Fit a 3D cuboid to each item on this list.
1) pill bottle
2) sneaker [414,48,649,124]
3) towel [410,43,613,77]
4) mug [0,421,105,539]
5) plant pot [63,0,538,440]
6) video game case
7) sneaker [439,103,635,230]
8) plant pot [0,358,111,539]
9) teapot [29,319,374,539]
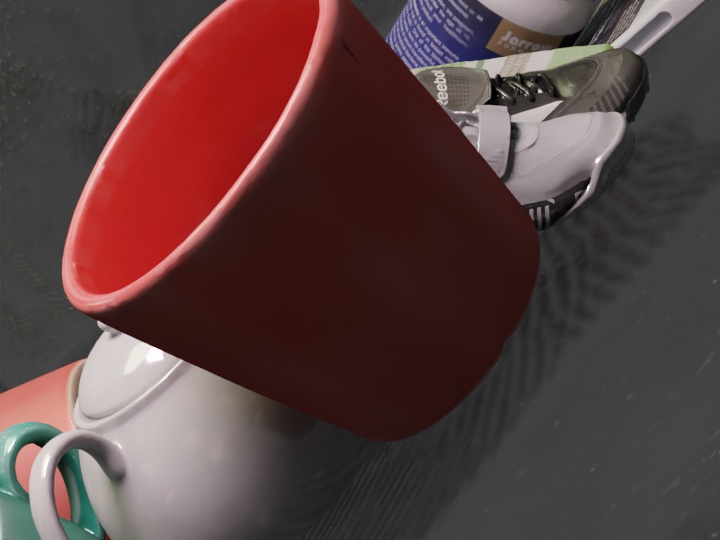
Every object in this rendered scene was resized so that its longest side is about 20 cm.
[{"bbox_3d":[0.091,-0.174,1.584,0.201,0.115,0.116,-59,-1,36],"label":"pill bottle"},{"bbox_3d":[0.071,-0.086,1.331,0.199,0.091,0.067,-27,38,9],"label":"sneaker"},{"bbox_3d":[0.055,-0.077,1.442,0.199,0.031,0.150,-4,42,34],"label":"towel"},{"bbox_3d":[-0.190,0.199,1.299,0.186,0.114,0.152,-57,31,10],"label":"mug"},{"bbox_3d":[-0.020,-0.020,1.145,0.200,0.177,0.201,-41,27,26],"label":"plant pot"},{"bbox_3d":[0.207,-0.195,1.536,0.182,0.023,0.200,-41,11,42],"label":"video game case"},{"bbox_3d":[0.045,-0.073,1.257,0.198,0.116,0.075,-18,29,9],"label":"sneaker"},{"bbox_3d":[-0.205,0.161,1.475,0.177,0.201,0.201,-34,12,20],"label":"plant pot"},{"bbox_3d":[-0.093,0.073,1.280,0.197,0.146,0.200,-43,20,3],"label":"teapot"}]
